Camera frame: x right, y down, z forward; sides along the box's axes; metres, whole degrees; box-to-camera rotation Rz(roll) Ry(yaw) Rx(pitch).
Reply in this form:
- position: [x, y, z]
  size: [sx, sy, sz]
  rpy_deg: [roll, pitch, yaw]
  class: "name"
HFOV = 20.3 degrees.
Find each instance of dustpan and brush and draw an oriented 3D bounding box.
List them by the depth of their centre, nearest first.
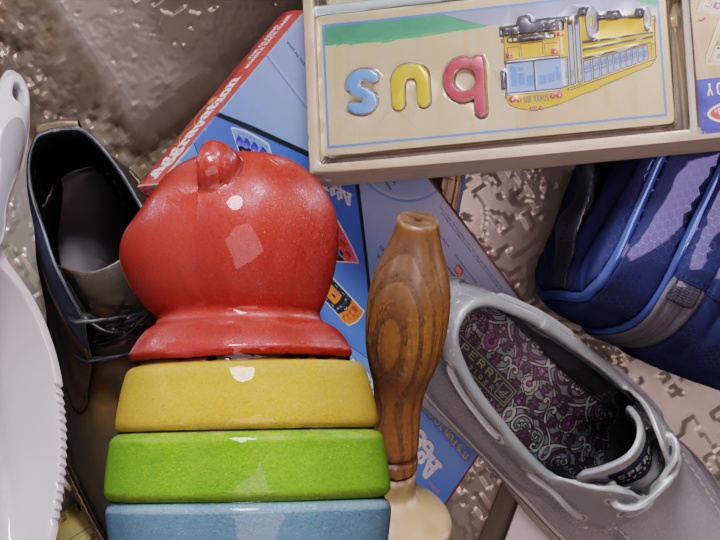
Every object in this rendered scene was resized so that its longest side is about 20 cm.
- position: [-0.153, 0.016, 0.745]
  size: [0.139, 0.057, 0.201]
  rpy_deg: [34, 45, -43]
  class: "dustpan and brush"

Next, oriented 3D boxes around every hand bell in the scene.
- position: [0.013, 0.068, 0.799]
  size: [0.103, 0.104, 0.201]
  rpy_deg: [1, 117, -9]
  class: "hand bell"

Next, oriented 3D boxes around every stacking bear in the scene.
- position: [-0.046, 0.055, 0.738]
  size: [0.113, 0.121, 0.202]
  rpy_deg: [-4, 85, 27]
  class: "stacking bear"

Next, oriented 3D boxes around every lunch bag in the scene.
- position: [0.161, -0.054, 0.853]
  size: [0.132, 0.136, 0.201]
  rpy_deg: [24, 86, -9]
  class: "lunch bag"

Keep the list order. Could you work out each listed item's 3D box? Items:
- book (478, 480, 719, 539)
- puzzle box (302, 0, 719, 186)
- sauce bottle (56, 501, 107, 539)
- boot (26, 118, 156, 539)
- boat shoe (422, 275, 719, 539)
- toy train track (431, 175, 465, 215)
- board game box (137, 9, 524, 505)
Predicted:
- position: [0.104, 0.180, 0.911]
  size: [0.133, 0.048, 0.201]
  rpy_deg: [22, 85, -10]
  class: "book"
- position: [0.074, -0.107, 0.788]
  size: [0.198, 0.025, 0.134]
  rpy_deg: [-5, 81, 13]
  class: "puzzle box"
- position: [-0.110, 0.130, 0.863]
  size: [0.199, 0.065, 0.065]
  rpy_deg: [-33, 97, -6]
  class: "sauce bottle"
- position: [-0.100, 0.036, 0.809]
  size: [0.074, 0.097, 0.201]
  rpy_deg: [-17, 70, -1]
  class: "boot"
- position: [0.095, 0.076, 0.846]
  size: [0.201, 0.071, 0.070]
  rpy_deg: [40, 79, -19]
  class: "boat shoe"
- position: [0.037, -0.086, 0.896]
  size: [0.114, 0.033, 0.202]
  rpy_deg: [8, 97, -16]
  class: "toy train track"
- position: [0.000, 0.000, 0.848]
  size: [0.200, 0.019, 0.103]
  rpy_deg: [52, 60, -26]
  class: "board game box"
